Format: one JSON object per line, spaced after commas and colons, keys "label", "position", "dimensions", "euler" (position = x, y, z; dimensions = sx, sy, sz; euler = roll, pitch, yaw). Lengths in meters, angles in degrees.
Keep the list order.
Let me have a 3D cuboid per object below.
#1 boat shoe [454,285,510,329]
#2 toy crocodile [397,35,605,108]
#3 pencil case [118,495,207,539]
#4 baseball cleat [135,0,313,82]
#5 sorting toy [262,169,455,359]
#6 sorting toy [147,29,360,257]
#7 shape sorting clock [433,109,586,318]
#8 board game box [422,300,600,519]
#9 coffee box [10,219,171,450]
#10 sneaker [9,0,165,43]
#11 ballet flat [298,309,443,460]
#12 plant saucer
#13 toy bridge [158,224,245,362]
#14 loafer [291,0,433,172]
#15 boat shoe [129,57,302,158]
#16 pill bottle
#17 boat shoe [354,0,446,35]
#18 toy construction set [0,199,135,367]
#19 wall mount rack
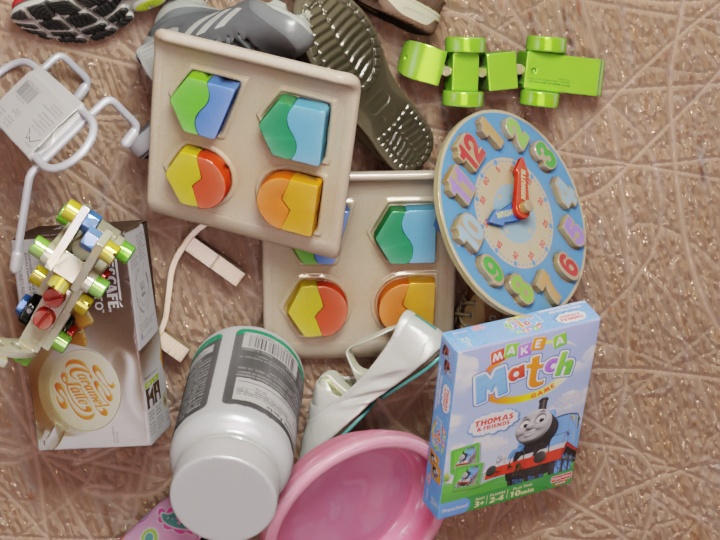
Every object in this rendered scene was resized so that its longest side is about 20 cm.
{"label": "boat shoe", "position": [0.129, 0.048, 1.595], "dimensions": [0.074, 0.076, 0.201], "euler": [-18, 100, 1]}
{"label": "toy crocodile", "position": [0.134, -0.189, 1.568], "dimensions": [0.199, 0.062, 0.068], "euler": [0, 99, -10]}
{"label": "pencil case", "position": [-0.211, 0.297, 1.598], "dimensions": [0.200, 0.087, 0.087], "euler": [-41, 101, 3]}
{"label": "baseball cleat", "position": [-0.125, -0.192, 1.475], "dimensions": [0.070, 0.200, 0.107], "euler": [45, 69, -36]}
{"label": "sorting toy", "position": [0.000, 0.000, 1.565], "dimensions": [0.184, 0.037, 0.201], "euler": [-1, 117, -6]}
{"label": "sorting toy", "position": [-0.099, -0.104, 1.454], "dimensions": [0.184, 0.037, 0.201], "euler": [14, 129, 9]}
{"label": "shape sorting clock", "position": [0.144, -0.054, 1.542], "dimensions": [0.199, 0.039, 0.201], "euler": [15, 65, -35]}
{"label": "board game box", "position": [0.139, 0.131, 1.551], "dimensions": [0.151, 0.037, 0.201], "euler": [-12, 127, -22]}
{"label": "coffee box", "position": [-0.249, 0.059, 1.544], "dimensions": [0.114, 0.080, 0.201], "euler": [-3, 100, 10]}
{"label": "sneaker", "position": [-0.228, -0.273, 1.516], "dimensions": [0.199, 0.077, 0.085], "euler": [-20, 64, 10]}
{"label": "ballet flat", "position": [-0.001, 0.107, 1.583], "dimensions": [0.069, 0.070, 0.200], "euler": [44, 115, -10]}
{"label": "plant saucer", "position": [-0.010, 0.229, 1.587], "dimensions": [0.200, 0.051, 0.201], "euler": [-16, 128, -22]}
{"label": "toy bridge", "position": [-0.140, -0.012, 1.582], "dimensions": [0.067, 0.027, 0.200], "euler": [35, 95, -9]}
{"label": "loafer", "position": [-0.009, -0.173, 1.531], "dimensions": [0.076, 0.067, 0.200], "euler": [-40, 114, -20]}
{"label": "boat shoe", "position": [-0.122, -0.155, 1.544], "dimensions": [0.200, 0.070, 0.066], "euler": [-37, 101, -7]}
{"label": "pill bottle", "position": [-0.113, 0.147, 1.512], "dimensions": [0.112, 0.200, 0.114], "euler": [2, 120, 3]}
{"label": "boat shoe", "position": [-0.007, -0.289, 1.522], "dimensions": [0.202, 0.075, 0.075], "euler": [23, 90, -28]}
{"label": "toy construction set", "position": [-0.271, 0.024, 1.428], "dimensions": [0.200, 0.131, 0.092], "euler": [-42, 99, 13]}
{"label": "wall mount rack", "position": [-0.293, -0.103, 1.491], "dimensions": [0.174, 0.200, 0.075], "euler": [-45, 132, -4]}
